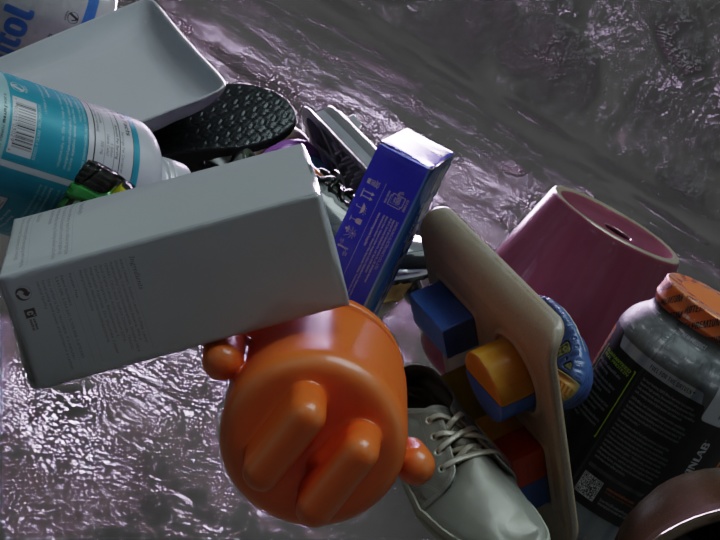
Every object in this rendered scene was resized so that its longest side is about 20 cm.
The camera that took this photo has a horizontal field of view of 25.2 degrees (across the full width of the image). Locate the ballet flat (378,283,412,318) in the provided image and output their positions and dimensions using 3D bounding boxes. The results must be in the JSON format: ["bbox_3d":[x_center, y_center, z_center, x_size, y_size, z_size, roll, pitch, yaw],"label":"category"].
[{"bbox_3d":[-0.012,0.021,1.332,0.068,0.063,0.200,11,11,28],"label":"ballet flat"}]

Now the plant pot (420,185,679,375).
[{"bbox_3d":[0.180,0.034,1.414,0.200,0.179,0.200,27,15,-8],"label":"plant pot"}]

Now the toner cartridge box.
[{"bbox_3d":[0.000,0.000,1.159,0.043,0.200,0.095,28,16,8],"label":"toner cartridge box"}]

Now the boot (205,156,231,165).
[{"bbox_3d":[-0.129,-0.053,1.355,0.199,0.078,0.138,19,29,-8],"label":"boot"}]

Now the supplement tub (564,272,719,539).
[{"bbox_3d":[0.219,0.110,1.204,0.122,0.200,0.123,27,17,-9],"label":"supplement tub"}]

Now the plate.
[{"bbox_3d":[-0.230,-0.144,1.338,0.199,0.032,0.200,-24,38,-13],"label":"plate"}]

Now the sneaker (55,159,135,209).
[{"bbox_3d":[-0.139,0.010,1.138,0.200,0.085,0.078,39,-1,-24],"label":"sneaker"}]

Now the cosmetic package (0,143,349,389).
[{"bbox_3d":[-0.115,-0.006,1.002,0.199,0.081,0.113,-13,22,0],"label":"cosmetic package"}]

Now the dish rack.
[{"bbox_3d":[0.021,-0.060,1.498,0.200,0.043,0.172,50,-16,49],"label":"dish rack"}]

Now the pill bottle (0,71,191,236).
[{"bbox_3d":[-0.221,-0.072,1.165,0.200,0.111,0.111,18,19,-37],"label":"pill bottle"}]

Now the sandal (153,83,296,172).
[{"bbox_3d":[-0.151,-0.104,1.339,0.200,0.048,0.075,-16,55,-6],"label":"sandal"}]

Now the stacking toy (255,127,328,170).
[{"bbox_3d":[-0.036,-0.047,1.488,0.085,0.085,0.200,11,29,-48],"label":"stacking toy"}]

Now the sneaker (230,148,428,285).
[{"bbox_3d":[-0.022,-0.040,1.259,0.200,0.080,0.074,16,13,9],"label":"sneaker"}]

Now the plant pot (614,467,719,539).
[{"bbox_3d":[0.224,0.212,0.953,0.200,0.201,0.198,30,7,1],"label":"plant pot"}]

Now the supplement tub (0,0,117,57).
[{"bbox_3d":[-0.338,-0.255,1.490,0.200,0.132,0.132,20,18,-28],"label":"supplement tub"}]

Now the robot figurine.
[{"bbox_3d":[-0.026,0.085,1.014,0.143,0.117,0.200,-2,18,1],"label":"robot figurine"}]

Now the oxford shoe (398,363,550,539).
[{"bbox_3d":[0.063,0.130,1.100,0.075,0.058,0.200,-7,34,-25],"label":"oxford shoe"}]

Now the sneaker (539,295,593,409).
[{"bbox_3d":[0.133,0.064,1.246,0.088,0.075,0.200,43,-2,-29],"label":"sneaker"}]

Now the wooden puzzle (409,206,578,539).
[{"bbox_3d":[0.088,0.081,1.148,0.046,0.200,0.185,-19,36,-17],"label":"wooden puzzle"}]
